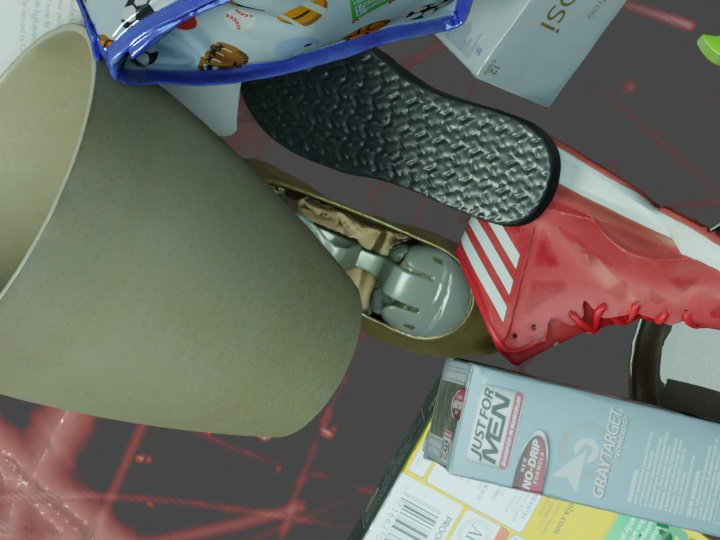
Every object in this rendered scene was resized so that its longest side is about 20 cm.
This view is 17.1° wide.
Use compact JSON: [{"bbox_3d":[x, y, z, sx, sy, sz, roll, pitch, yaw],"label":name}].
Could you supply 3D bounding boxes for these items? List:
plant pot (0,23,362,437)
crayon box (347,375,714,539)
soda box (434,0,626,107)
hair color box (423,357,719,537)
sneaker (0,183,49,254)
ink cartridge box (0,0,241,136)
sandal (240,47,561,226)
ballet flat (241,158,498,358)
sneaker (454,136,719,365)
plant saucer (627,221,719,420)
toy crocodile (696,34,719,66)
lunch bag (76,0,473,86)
[{"bbox_3d":[-0.105,0.005,1.219,0.200,0.187,0.188,29,97,-26],"label":"plant pot"},{"bbox_3d":[0.102,0.163,1.350,0.200,0.052,0.126,29,96,-5],"label":"crayon box"},{"bbox_3d":[0.121,-0.189,1.263,0.068,0.064,0.200,18,115,-47],"label":"soda box"},{"bbox_3d":[0.141,0.098,1.270,0.199,0.099,0.061,13,88,-6],"label":"hair color box"},{"bbox_3d":[-0.164,0.006,1.309,0.199,0.071,0.099,24,102,-1],"label":"sneaker"},{"bbox_3d":[-0.157,-0.144,1.273,0.199,0.067,0.117,7,121,-3],"label":"ink cartridge box"},{"bbox_3d":[0.018,-0.079,1.300,0.200,0.048,0.076,29,98,18],"label":"sandal"},{"bbox_3d":[0.000,0.000,1.317,0.199,0.063,0.069,22,95,-5],"label":"ballet flat"},{"bbox_3d":[0.141,0.020,1.287,0.200,0.078,0.116,32,89,19],"label":"sneaker"},{"bbox_3d":[0.248,0.059,1.342,0.199,0.032,0.201,0,93,-1],"label":"plant saucer"},{"bbox_3d":[0.211,-0.210,1.289,0.061,0.068,0.201,-2,99,-2],"label":"toy crocodile"},{"bbox_3d":[-0.058,-0.188,1.168,0.199,0.124,0.170,-17,66,-16],"label":"lunch bag"}]
